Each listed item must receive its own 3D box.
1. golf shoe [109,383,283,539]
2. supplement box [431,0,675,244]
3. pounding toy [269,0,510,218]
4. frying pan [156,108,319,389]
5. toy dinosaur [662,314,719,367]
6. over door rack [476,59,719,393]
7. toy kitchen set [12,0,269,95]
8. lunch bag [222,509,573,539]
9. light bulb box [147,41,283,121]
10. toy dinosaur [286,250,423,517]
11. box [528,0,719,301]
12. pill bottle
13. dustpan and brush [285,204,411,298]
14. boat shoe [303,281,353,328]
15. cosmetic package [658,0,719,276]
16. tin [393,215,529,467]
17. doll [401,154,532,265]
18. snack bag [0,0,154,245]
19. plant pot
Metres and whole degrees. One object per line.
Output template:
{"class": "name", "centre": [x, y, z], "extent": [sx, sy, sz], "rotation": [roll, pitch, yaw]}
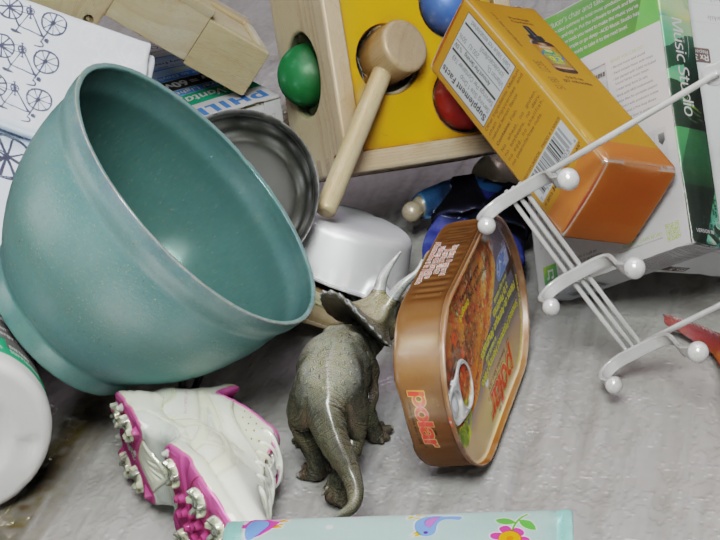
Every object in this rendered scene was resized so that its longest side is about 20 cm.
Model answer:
{"class": "golf shoe", "centre": [-0.076, 0.116, 0.914], "extent": [0.091, 0.076, 0.200], "rotation": [-14, 29, -23]}
{"class": "supplement box", "centre": [0.126, -0.105, 1.077], "extent": [0.066, 0.069, 0.200], "rotation": [5, 39, -34]}
{"class": "pounding toy", "centre": [0.020, -0.140, 1.181], "extent": [0.199, 0.186, 0.142], "rotation": [-10, 2, -24]}
{"class": "frying pan", "centre": [-0.078, -0.015, 1.075], "extent": [0.114, 0.191, 0.031], "rotation": [-10, -8, 5]}
{"class": "toy dinosaur", "centre": [0.255, 0.085, 0.955], "extent": [0.200, 0.105, 0.182], "rotation": [-26, 17, 45]}
{"class": "over door rack", "centre": [0.187, -0.027, 0.954], "extent": [0.199, 0.148, 0.067], "rotation": [-34, 14, 23]}
{"class": "toy kitchen set", "centre": [-0.211, -0.174, 1.225], "extent": [0.199, 0.181, 0.163], "rotation": [27, 17, -28]}
{"class": "lunch bag", "centre": [0.020, 0.204, 0.677], "extent": [0.169, 0.123, 0.201], "rotation": [-1, 35, 2]}
{"class": "light bulb box", "centre": [-0.185, -0.083, 1.258], "extent": [0.197, 0.126, 0.200], "rotation": [-20, 30, -26]}
{"class": "toy dinosaur", "centre": [-0.017, 0.075, 0.948], "extent": [0.076, 0.103, 0.200], "rotation": [3, 27, 16]}
{"class": "box", "centre": [0.172, -0.093, 1.097], "extent": [0.036, 0.202, 0.144], "rotation": [6, -18, -38]}
{"class": "pill bottle", "centre": [-0.266, 0.058, 1.010], "extent": [0.112, 0.114, 0.200], "rotation": [-13, 29, -16]}
{"class": "dustpan and brush", "centre": [0.000, 0.000, 1.112], "extent": [0.139, 0.058, 0.200], "rotation": [9, 12, -37]}
{"class": "boat shoe", "centre": [-0.103, 0.013, 1.128], "extent": [0.199, 0.065, 0.072], "rotation": [17, 5, 4]}
{"class": "cosmetic package", "centre": [0.258, -0.100, 1.118], "extent": [0.112, 0.201, 0.081], "rotation": [0, -17, -21]}
{"class": "tin", "centre": [0.066, 0.043, 0.989], "extent": [0.042, 0.113, 0.200], "rotation": [-11, 23, 23]}
{"class": "doll", "centre": [0.097, -0.034, 1.200], "extent": [0.135, 0.049, 0.200], "rotation": [9, 27, 5]}
{"class": "snack bag", "centre": [-0.234, -0.095, 1.072], "extent": [0.188, 0.021, 0.201], "rotation": [18, 62, -26]}
{"class": "plant pot", "centre": [-0.144, -0.008, 0.983], "extent": [0.134, 0.200, 0.201], "rotation": [-40, 20, 18]}
